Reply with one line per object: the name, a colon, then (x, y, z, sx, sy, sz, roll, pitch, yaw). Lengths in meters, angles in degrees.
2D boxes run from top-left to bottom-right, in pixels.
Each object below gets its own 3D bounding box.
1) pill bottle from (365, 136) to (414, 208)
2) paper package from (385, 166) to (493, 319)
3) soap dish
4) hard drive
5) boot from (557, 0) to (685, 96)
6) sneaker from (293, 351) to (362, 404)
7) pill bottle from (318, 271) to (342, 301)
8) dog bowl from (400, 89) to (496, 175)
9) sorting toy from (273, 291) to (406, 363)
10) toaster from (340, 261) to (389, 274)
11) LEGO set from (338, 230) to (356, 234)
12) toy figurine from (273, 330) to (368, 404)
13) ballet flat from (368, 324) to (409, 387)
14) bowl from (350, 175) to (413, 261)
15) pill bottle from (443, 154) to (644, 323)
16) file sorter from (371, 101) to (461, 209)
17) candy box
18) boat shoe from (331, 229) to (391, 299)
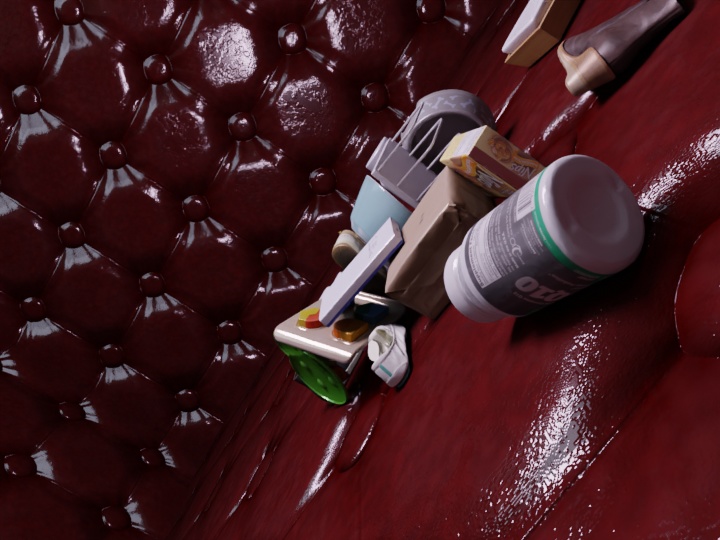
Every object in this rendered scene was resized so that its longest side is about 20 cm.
pill bottle: (0.116, -0.217, 1.367, 0.112, 0.199, 0.111, -55, 9, 13)
paper package: (0.133, -0.049, 0.990, 0.191, 0.103, 0.201, -54, 10, 25)
soap dish: (0.406, -0.555, 1.295, 0.202, 0.081, 0.157, -60, 8, -13)
hard drive: (0.000, 0.000, 1.069, 0.200, 0.025, 0.132, -49, 12, 14)
boot: (0.367, -0.332, 0.838, 0.166, 0.072, 0.201, -38, 17, 34)
sneaker: (-0.060, 0.177, 1.296, 0.201, 0.106, 0.075, -63, 10, -29)
pill bottle: (-0.064, 0.114, 1.533, 0.202, 0.113, 0.113, -60, 8, -11)
dog bowl: (0.180, -0.263, 1.210, 0.200, 0.198, 0.059, -51, 23, 40)
sorting toy: (-0.037, 0.090, 1.119, 0.200, 0.183, 0.037, -36, -51, -46)
toaster: (0.026, 0.007, 1.370, 0.181, 0.118, 0.201, -53, 9, 33)
LEGO set: (0.044, -0.086, 1.485, 0.200, 0.154, 0.116, -41, 0, 42)
toy figurine: (-0.050, 0.134, 1.211, 0.184, 0.200, 0.150, -48, 10, -30)
ballet flat: (0.044, 0.128, 1.000, 0.070, 0.069, 0.200, -56, 8, 13)
bowl: (0.056, -0.092, 1.220, 0.105, 0.200, 0.201, -48, 9, 5)
pill bottle: (0.172, -0.019, 0.602, 0.114, 0.112, 0.200, -62, 8, -28)
file sorter: (0.146, -0.194, 1.124, 0.125, 0.199, 0.139, -45, 14, 38)
candy box: (0.205, -0.169, 0.950, 0.056, 0.115, 0.200, -57, 8, 4)
boat shoe: (0.020, -0.003, 1.197, 0.073, 0.200, 0.067, -18, 39, 29)
